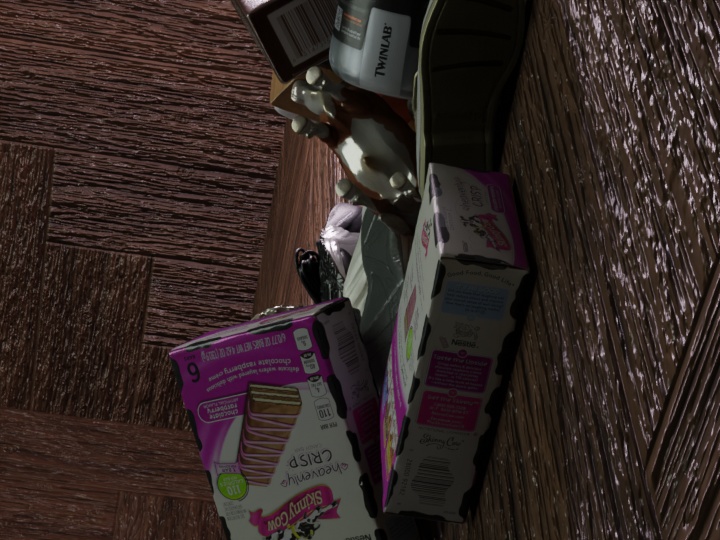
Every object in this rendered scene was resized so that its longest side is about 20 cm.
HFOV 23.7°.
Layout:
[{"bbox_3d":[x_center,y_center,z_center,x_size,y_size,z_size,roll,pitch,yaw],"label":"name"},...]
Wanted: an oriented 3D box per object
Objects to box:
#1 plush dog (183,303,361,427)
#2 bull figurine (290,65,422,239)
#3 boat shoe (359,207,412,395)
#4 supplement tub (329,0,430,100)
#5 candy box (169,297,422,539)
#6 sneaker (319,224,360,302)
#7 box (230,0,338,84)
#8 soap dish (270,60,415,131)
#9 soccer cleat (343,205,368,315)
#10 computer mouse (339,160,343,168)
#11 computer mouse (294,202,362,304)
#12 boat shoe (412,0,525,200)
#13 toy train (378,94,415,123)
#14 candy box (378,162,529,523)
[{"bbox_3d":[-0.047,0.137,1.408,0.171,0.200,0.160,-36,-4,19],"label":"plush dog"},{"bbox_3d":[0.004,-0.100,1.360,0.065,0.200,0.121,-49,-25,16],"label":"bull figurine"},{"bbox_3d":[0.041,0.021,1.382,0.074,0.064,0.203,-49,34,41],"label":"boat shoe"},{"bbox_3d":[0.049,-0.240,1.315,0.123,0.122,0.201,-99,18,-68],"label":"supplement tub"},{"bbox_3d":[-0.048,0.135,1.282,0.061,0.136,0.201,-26,-81,-60],"label":"candy box"},{"bbox_3d":[0.000,0.000,1.599,0.200,0.079,0.074,-87,-3,-75],"label":"sneaker"},{"bbox_3d":[-0.058,-0.238,1.476,0.075,0.100,0.200,62,180,-28],"label":"box"},{"bbox_3d":[0.000,-0.222,1.626,0.081,0.157,0.201,-44,34,51],"label":"soap dish"},{"bbox_3d":[0.028,-0.015,1.483,0.078,0.069,0.201,144,134,-62],"label":"soccer cleat"},{"bbox_3d":[0.027,-0.179,1.773,0.139,0.052,0.201,103,-176,-50],"label":"computer mouse"},{"bbox_3d":[-0.003,0.011,1.776,0.200,0.046,0.141,-54,-54,-65],"label":"computer mouse"},{"bbox_3d":[0.069,-0.138,1.227,0.068,0.074,0.201,-111,28,-65],"label":"boat shoe"},{"bbox_3d":[0.023,-0.131,1.463,0.116,0.084,0.200,-59,24,31],"label":"toy train"},{"bbox_3d":[0.059,0.048,1.151,0.137,0.061,0.201,-92,11,-60],"label":"candy box"}]
